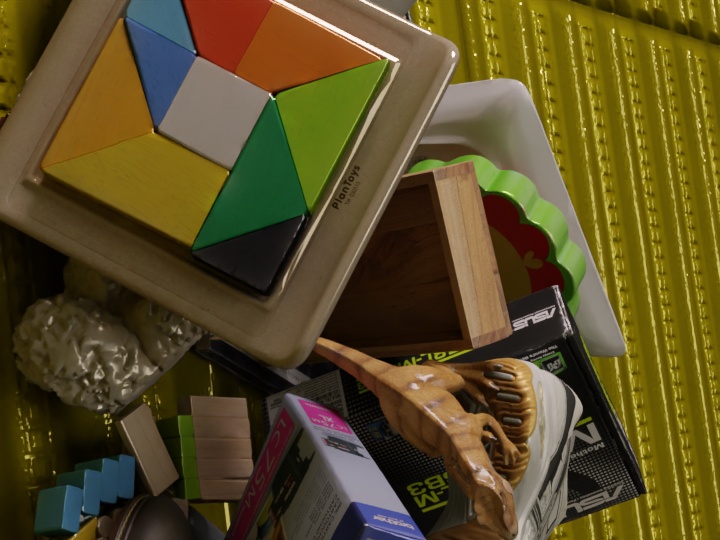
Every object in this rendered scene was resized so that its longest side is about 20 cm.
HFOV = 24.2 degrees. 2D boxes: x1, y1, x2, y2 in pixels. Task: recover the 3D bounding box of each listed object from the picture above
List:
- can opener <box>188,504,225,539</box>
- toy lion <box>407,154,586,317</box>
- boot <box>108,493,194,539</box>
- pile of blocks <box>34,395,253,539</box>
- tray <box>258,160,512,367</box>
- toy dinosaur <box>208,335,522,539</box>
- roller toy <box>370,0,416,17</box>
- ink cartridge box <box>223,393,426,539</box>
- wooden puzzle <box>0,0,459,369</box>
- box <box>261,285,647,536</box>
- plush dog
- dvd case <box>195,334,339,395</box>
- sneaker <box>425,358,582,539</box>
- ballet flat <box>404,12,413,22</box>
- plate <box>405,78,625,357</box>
[{"bbox_3d":[-0.050,0.205,1.007,0.200,0.066,0.054,49,43,-39],"label":"can opener"},{"bbox_3d":[0.058,0.025,1.080,0.069,0.190,0.202,-54,130,-50],"label":"toy lion"},{"bbox_3d":[-0.067,0.175,0.798,0.075,0.096,0.201,47,22,-40],"label":"boot"},{"bbox_3d":[-0.137,0.124,0.898,0.200,0.062,0.083,-32,104,-51],"label":"pile of blocks"},{"bbox_3d":[0.000,0.000,0.988,0.037,0.199,0.100,-17,95,-40],"label":"tray"},{"bbox_3d":[0.026,0.066,0.893,0.106,0.199,0.061,14,106,-53],"label":"toy dinosaur"},{"bbox_3d":[-0.070,-0.179,0.967,0.200,0.182,0.140,43,86,-24],"label":"roller toy"},{"bbox_3d":[-0.023,0.153,0.839,0.042,0.200,0.120,18,102,-23],"label":"ink cartridge box"},{"bbox_3d":[-0.075,-0.075,0.839,0.186,0.198,0.037,-62,170,-7],"label":"wooden puzzle"},{"bbox_3d":[0.063,0.112,1.060,0.194,0.198,0.048,60,12,-45],"label":"box"},{"bbox_3d":[-0.122,-0.046,0.921,0.172,0.160,0.200,48,35,1],"label":"plush dog"},{"bbox_3d":[-0.049,-0.013,1.119,0.148,0.016,0.202,36,51,-49],"label":"dvd case"},{"bbox_3d":[0.083,0.153,0.958,0.087,0.075,0.202,13,95,-52],"label":"sneaker"},{"bbox_3d":[-0.003,-0.204,1.208,0.071,0.068,0.202,-65,136,-69],"label":"ballet flat"},{"bbox_3d":[0.066,-0.026,1.121,0.032,0.199,0.202,-36,113,-32],"label":"plate"}]
